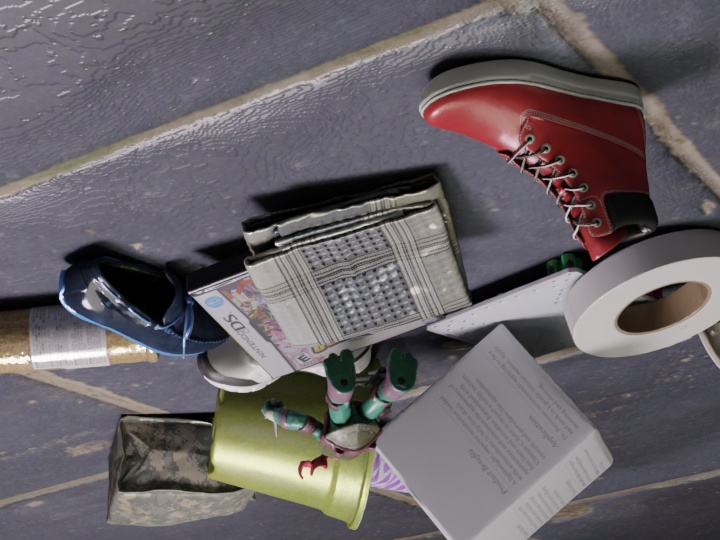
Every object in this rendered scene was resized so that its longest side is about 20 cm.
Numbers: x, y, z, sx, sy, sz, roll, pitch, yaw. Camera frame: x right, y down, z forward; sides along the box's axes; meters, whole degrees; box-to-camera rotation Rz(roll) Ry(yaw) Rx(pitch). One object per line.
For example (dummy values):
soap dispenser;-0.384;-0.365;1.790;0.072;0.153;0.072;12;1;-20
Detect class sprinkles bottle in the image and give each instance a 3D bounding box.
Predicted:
sprinkles bottle;-0.305;0.068;1.570;0.198;0.069;0.068;-5;159;-4

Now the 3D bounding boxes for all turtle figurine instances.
turtle figurine;-0.015;0.147;1.628;0.149;0.101;0.200;-18;160;-26

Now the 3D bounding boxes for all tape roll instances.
tape roll;0.312;0.026;1.627;0.201;0.037;0.203;-14;151;-7

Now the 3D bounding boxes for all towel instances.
towel;0.000;0.000;1.440;0.191;0.035;0.201;-13;142;6

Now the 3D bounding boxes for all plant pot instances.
plant pot;-0.082;0.190;1.809;0.183;0.202;0.201;8;157;-6

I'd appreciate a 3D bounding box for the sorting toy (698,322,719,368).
sorting toy;0.514;0.095;1.865;0.198;0.108;0.180;-11;177;13

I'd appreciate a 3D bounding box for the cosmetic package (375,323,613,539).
cosmetic package;0.149;0.202;1.726;0.200;0.165;0.165;-40;155;0

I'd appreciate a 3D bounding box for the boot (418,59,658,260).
boot;0.143;-0.082;1.214;0.198;0.145;0.072;5;158;-23

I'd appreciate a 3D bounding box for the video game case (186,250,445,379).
video game case;-0.041;0.027;1.516;0.199;0.026;0.181;-20;141;16

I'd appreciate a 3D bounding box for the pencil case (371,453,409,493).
pencil case;0.033;0.254;2.127;0.085;0.084;0.199;-43;146;20

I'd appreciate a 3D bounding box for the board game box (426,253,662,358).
board game box;0.206;0.042;1.705;0.199;0.026;0.199;-23;152;36

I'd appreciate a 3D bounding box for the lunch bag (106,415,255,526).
lunch bag;-0.225;0.264;2.022;0.198;0.119;0.164;4;156;-12

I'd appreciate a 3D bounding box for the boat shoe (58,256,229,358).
boat shoe;-0.197;0.038;1.509;0.068;0.085;0.199;-28;152;37

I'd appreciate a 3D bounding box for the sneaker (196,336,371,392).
sneaker;-0.078;0.078;1.671;0.198;0.074;0.080;-8;156;-18
